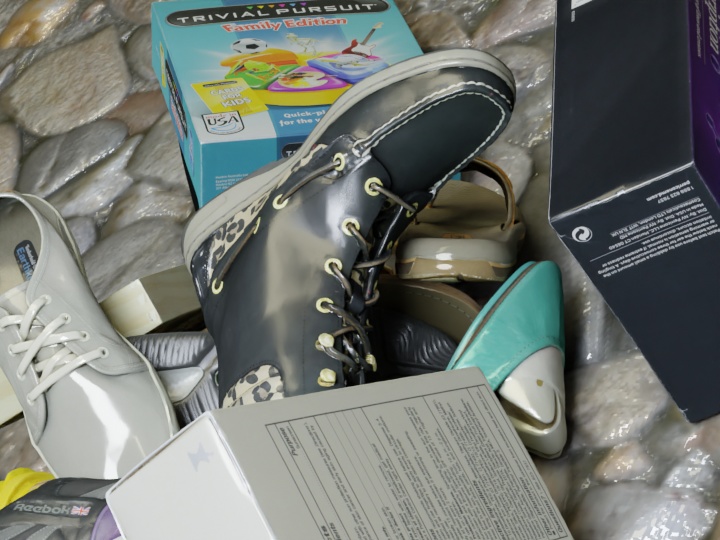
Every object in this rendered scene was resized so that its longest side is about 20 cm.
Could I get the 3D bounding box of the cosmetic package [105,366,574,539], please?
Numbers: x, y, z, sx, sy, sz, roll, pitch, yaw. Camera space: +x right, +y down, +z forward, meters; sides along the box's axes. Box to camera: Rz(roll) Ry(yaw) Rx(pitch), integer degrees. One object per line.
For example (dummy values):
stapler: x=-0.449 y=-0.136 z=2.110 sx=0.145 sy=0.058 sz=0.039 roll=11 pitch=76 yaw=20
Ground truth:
cosmetic package: x=-0.003 y=0.108 z=1.050 sx=0.071 sy=0.199 sz=0.106 roll=-38 pitch=70 yaw=31

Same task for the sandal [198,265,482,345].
sandal: x=-0.017 y=0.018 z=1.333 sx=0.211 sy=0.078 sz=0.070 roll=-19 pitch=38 yaw=38

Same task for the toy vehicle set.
toy vehicle set: x=-0.142 y=0.039 z=1.380 sx=0.124 sy=0.027 sz=0.200 roll=-32 pitch=-1 yaw=10

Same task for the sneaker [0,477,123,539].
sneaker: x=-0.155 y=0.142 z=1.154 sx=0.198 sy=0.076 sz=0.088 roll=-12 pitch=30 yaw=1

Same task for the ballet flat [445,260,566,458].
ballet flat: x=0.058 y=0.085 z=1.197 sx=0.070 sy=0.068 sz=0.200 roll=28 pitch=68 yaw=30

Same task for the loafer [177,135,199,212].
loafer: x=-0.057 y=-0.048 z=1.477 sx=0.072 sy=0.073 sz=0.200 roll=-21 pitch=34 yaw=-14

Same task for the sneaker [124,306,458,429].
sneaker: x=-0.042 y=0.063 z=1.302 sx=0.199 sy=0.115 sz=0.076 roll=-2 pitch=80 yaw=2

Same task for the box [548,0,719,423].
box: x=0.156 y=-0.051 z=1.185 sx=0.078 sy=0.141 sz=0.201 roll=-20 pitch=36 yaw=22

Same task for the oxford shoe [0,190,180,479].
oxford shoe: x=-0.150 y=0.042 z=1.228 sx=0.075 sy=0.058 sz=0.201 roll=-33 pitch=65 yaw=9

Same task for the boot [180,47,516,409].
boot: x=0.000 y=0.001 z=1.174 sx=0.203 sy=0.073 sz=0.155 roll=-33 pitch=44 yaw=28

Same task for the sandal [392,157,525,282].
sandal: x=0.048 y=-0.033 z=1.295 sx=0.080 sy=0.054 sz=0.200 roll=-3 pitch=10 yaw=1

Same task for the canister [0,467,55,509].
canister: x=-0.112 y=0.162 z=1.238 sx=0.199 sy=0.087 sz=0.149 roll=-12 pitch=42 yaw=33

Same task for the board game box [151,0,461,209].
board game box: x=-0.036 y=-0.106 z=1.461 sx=0.150 sy=0.047 sz=0.200 roll=-5 pitch=30 yaw=-11
